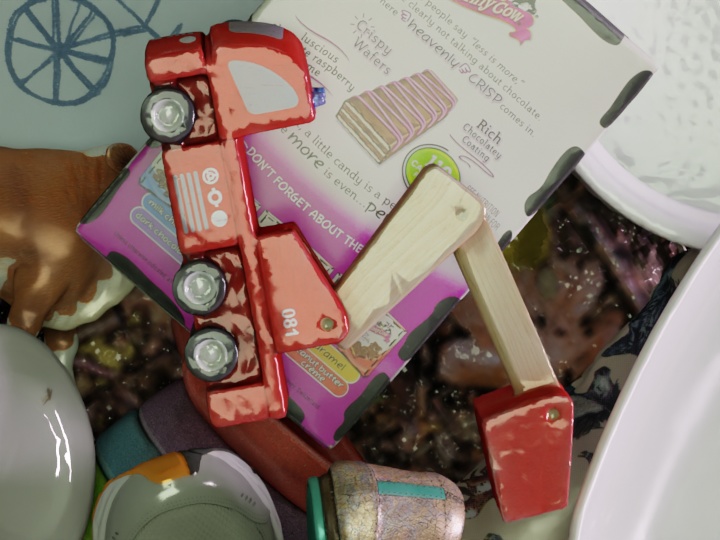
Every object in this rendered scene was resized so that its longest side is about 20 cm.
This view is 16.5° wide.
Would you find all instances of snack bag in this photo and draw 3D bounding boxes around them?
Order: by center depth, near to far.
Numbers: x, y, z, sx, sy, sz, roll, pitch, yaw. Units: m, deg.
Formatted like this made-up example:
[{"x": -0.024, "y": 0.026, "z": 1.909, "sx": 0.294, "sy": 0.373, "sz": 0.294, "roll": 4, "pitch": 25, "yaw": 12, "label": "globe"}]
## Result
[{"x": -0.063, "y": -0.105, "z": 1.058, "sx": 0.199, "sy": 0.021, "sz": 0.189, "roll": 22, "pitch": 115, "yaw": -2, "label": "snack bag"}]

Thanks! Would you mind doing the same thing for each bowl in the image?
[{"x": 0.196, "y": 0.084, "z": 0.973, "sx": 0.199, "sy": 0.075, "sz": 0.201, "roll": 28, "pitch": 79, "yaw": 8, "label": "bowl"}]

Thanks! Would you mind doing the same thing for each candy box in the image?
[{"x": 0.002, "y": -0.051, "z": 0.985, "sx": 0.136, "sy": 0.061, "sz": 0.200, "roll": 41, "pitch": 96, "yaw": -5, "label": "candy box"}]

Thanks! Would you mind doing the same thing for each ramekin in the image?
[{"x": 0.163, "y": -0.104, "z": 1.069, "sx": 0.199, "sy": 0.098, "sz": 0.202, "roll": 0, "pitch": 88, "yaw": -2, "label": "ramekin"}]

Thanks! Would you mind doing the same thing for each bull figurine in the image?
[{"x": -0.155, "y": -0.008, "z": 1.059, "sx": 0.199, "sy": 0.065, "sz": 0.122, "roll": 11, "pitch": 81, "yaw": 12, "label": "bull figurine"}]

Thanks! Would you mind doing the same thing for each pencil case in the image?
[{"x": 0.101, "y": 0.081, "z": 1.066, "sx": 0.200, "sy": 0.089, "sz": 0.078, "roll": -43, "pitch": 124, "yaw": -3, "label": "pencil case"}]

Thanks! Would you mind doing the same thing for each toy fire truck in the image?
[{"x": 0.000, "y": 0.000, "z": 0.937, "sx": 0.140, "sy": 0.049, "sz": 0.202, "roll": -10, "pitch": 97, "yaw": 0, "label": "toy fire truck"}]

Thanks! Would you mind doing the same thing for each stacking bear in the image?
[{"x": -0.098, "y": 0.126, "z": 1.043, "sx": 0.114, "sy": 0.121, "sz": 0.200, "roll": 43, "pitch": 95, "yaw": -16, "label": "stacking bear"}]

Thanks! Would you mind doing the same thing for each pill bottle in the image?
[{"x": -0.214, "y": 0.083, "z": 0.998, "sx": 0.199, "sy": 0.109, "sz": 0.110, "roll": -7, "pitch": 87, "yaw": 31, "label": "pill bottle"}]

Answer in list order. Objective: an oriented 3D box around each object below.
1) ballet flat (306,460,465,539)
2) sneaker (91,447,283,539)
[{"x": 0.010, "y": 0.139, "z": 0.956, "sx": 0.067, "sy": 0.200, "sz": 0.068, "roll": -5, "pitch": 58, "yaw": -9, "label": "ballet flat"}, {"x": -0.052, "y": 0.159, "z": 0.958, "sx": 0.075, "sy": 0.092, "sz": 0.201, "roll": -16, "pitch": 129, "yaw": -10, "label": "sneaker"}]
